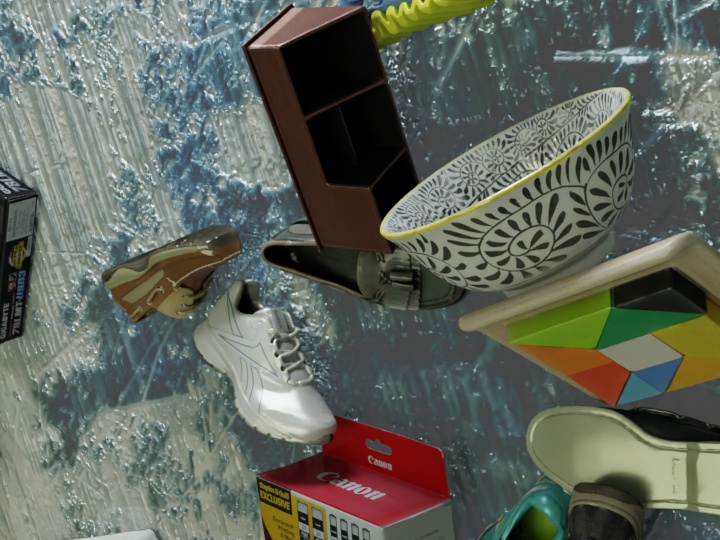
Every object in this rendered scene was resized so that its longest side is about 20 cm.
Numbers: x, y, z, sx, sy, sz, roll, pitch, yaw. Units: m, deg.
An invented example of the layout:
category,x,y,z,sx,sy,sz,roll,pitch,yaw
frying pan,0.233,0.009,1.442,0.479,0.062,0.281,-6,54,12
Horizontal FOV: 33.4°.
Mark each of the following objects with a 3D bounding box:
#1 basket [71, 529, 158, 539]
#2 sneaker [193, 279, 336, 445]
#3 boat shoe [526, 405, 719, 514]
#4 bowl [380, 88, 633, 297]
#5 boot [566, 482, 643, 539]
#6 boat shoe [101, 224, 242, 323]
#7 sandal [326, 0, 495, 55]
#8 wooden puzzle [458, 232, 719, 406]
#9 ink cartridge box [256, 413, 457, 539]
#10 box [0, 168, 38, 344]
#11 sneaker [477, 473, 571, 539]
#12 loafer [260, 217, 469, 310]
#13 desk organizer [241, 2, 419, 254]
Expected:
category,x,y,z,sx,sy,sz,roll,pitch,yaw
basket,-0.322,0.390,1.387,0.200,0.135,0.124,-16,97,40
sneaker,-0.087,0.087,1.134,0.200,0.074,0.087,45,119,32
boat shoe,0.228,0.142,0.918,0.199,0.066,0.075,1,90,32
bowl,0.124,-0.041,0.867,0.200,0.201,0.094,-21,106,40
boot,0.176,0.271,0.902,0.073,0.151,0.200,9,141,22
boat shoe,-0.182,0.008,1.204,0.200,0.076,0.074,-17,98,48
sandal,0.039,-0.233,0.949,0.200,0.079,0.087,-11,92,39
wooden puzzle,0.198,0.047,0.836,0.185,0.200,0.037,-24,54,40
ink cartridge box,-0.005,0.235,1.090,0.200,0.084,0.176,7,107,53
box,-0.472,-0.043,1.430,0.200,0.050,0.199,32,120,28
sneaker,0.130,0.240,1.015,0.077,0.080,0.200,41,127,22
loafer,0.000,0.000,1.056,0.200,0.063,0.072,13,111,35
desk organizer,-0.016,-0.113,0.983,0.077,0.072,0.200,7,132,35
